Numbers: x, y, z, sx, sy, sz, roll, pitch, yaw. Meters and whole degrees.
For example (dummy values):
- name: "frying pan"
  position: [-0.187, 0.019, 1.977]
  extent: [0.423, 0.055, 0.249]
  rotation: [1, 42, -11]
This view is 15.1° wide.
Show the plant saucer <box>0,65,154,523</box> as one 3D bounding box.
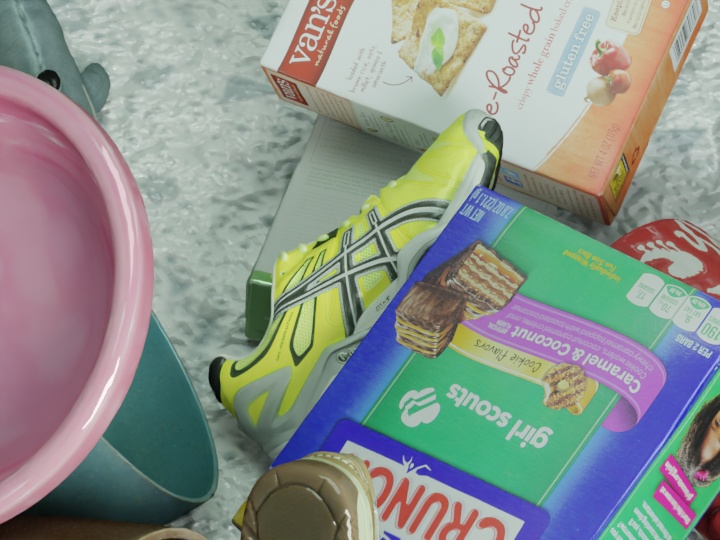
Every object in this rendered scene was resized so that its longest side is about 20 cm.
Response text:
- name: "plant saucer"
  position: [-0.170, 0.015, 1.127]
  extent: [0.200, 0.051, 0.201]
  rotation: [-6, 74, 23]

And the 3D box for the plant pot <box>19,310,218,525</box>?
- name: "plant pot"
  position: [-0.178, 0.058, 1.258]
  extent: [0.135, 0.200, 0.200]
  rotation: [-34, 48, 10]

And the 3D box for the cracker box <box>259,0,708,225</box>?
- name: "cracker box"
  position: [0.065, -0.124, 1.427]
  extent: [0.200, 0.058, 0.134]
  rotation: [21, 79, 17]

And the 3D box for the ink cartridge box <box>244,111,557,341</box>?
- name: "ink cartridge box"
  position: [0.034, -0.031, 1.444]
  extent: [0.145, 0.048, 0.200]
  rotation: [12, 43, 7]

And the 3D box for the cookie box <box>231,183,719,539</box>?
- name: "cookie box"
  position: [0.068, 0.084, 1.231]
  extent: [0.171, 0.075, 0.200]
  rotation: [28, 77, 39]

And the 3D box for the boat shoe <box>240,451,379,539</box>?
- name: "boat shoe"
  position: [-0.018, 0.176, 1.157]
  extent: [0.071, 0.201, 0.076]
  rotation: [14, 9, 19]

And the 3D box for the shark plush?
- name: "shark plush"
  position: [-0.175, -0.079, 1.448]
  extent: [0.091, 0.083, 0.200]
  rotation: [-2, 45, -7]

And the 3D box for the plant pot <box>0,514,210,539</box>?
- name: "plant pot"
  position: [-0.179, 0.178, 1.142]
  extent: [0.199, 0.187, 0.187]
  rotation: [11, 43, 26]

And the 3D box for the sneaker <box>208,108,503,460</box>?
- name: "sneaker"
  position: [0.000, 0.000, 1.329]
  extent: [0.076, 0.075, 0.200]
  rotation: [33, 83, 9]

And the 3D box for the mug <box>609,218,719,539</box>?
- name: "mug"
  position: [0.176, 0.072, 1.285]
  extent: [0.177, 0.134, 0.200]
  rotation: [-2, 35, -43]
